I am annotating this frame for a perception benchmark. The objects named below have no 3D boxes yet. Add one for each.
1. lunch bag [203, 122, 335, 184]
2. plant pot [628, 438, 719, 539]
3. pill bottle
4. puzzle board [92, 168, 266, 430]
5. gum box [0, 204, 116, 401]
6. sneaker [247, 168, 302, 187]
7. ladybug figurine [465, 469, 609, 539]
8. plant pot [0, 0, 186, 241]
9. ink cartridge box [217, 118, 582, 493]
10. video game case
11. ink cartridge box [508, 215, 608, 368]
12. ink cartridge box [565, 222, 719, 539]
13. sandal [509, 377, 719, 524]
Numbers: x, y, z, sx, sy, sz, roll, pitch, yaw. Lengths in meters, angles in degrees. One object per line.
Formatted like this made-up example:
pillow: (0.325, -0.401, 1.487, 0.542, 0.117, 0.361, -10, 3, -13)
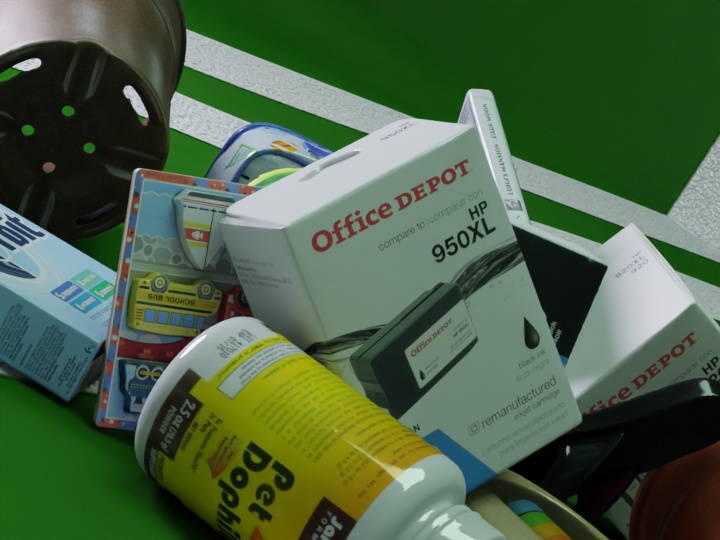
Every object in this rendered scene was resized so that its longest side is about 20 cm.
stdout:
lunch bag: (-0.028, -0.008, 1.806, 0.200, 0.160, 0.076, 25, 12, -21)
plant pot: (0.281, 0.209, 1.617, 0.201, 0.201, 0.195, 28, 19, -12)
pill bottle: (-0.020, 0.120, 1.392, 0.200, 0.109, 0.109, 35, 12, 23)
puzzle board: (-0.054, 0.028, 1.506, 0.200, 0.151, 0.017, 8, 3, -31)
gum box: (-0.232, -0.003, 1.548, 0.200, 0.045, 0.170, 31, 11, 2)
sneaker: (0.000, 0.000, 1.673, 0.200, 0.074, 0.084, 34, 5, -27)
ladybug figurine: (0.101, 0.182, 1.529, 0.136, 0.072, 0.200, 20, 16, -41)
plant pot: (-0.214, -0.127, 1.805, 0.200, 0.200, 0.198, 27, 19, -20)
ink cartridge box: (0.024, 0.030, 1.494, 0.084, 0.145, 0.200, 8, -57, 59)
video game case: (0.078, 0.003, 1.833, 0.023, 0.200, 0.182, 3, 43, -15)
ink cartridge box: (0.048, 0.052, 1.643, 0.200, 0.198, 0.043, 21, 4, -38)
ink cartridge box: (0.211, 0.101, 1.820, 0.200, 0.147, 0.145, 49, 4, -27)
sandal: (0.146, 0.128, 1.623, 0.075, 0.200, 0.048, 56, 12, -49)
